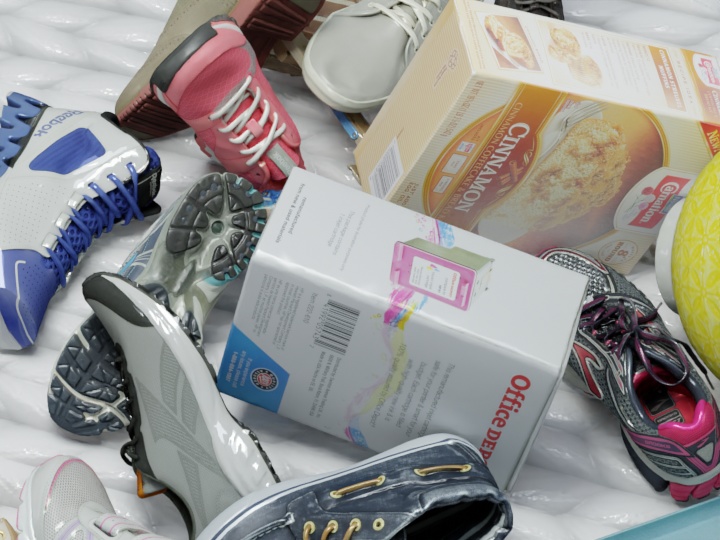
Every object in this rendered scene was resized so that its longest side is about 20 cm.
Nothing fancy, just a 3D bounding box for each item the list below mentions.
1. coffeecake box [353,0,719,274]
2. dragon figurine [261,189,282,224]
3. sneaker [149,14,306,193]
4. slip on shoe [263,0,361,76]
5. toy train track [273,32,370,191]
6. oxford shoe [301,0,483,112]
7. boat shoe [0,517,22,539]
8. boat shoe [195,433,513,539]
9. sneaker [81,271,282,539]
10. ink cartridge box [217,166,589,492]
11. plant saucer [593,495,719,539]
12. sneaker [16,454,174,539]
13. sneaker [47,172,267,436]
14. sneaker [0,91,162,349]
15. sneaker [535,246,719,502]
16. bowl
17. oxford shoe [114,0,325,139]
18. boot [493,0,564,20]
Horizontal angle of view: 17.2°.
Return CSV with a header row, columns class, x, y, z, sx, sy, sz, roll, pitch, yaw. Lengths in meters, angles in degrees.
class,x,y,z,sx,sy,sz,roll,pitch,yaw
coffeecake box,0.120,-0.085,1.558,0.200,0.154,0.073,10,47,-24
dragon figurine,0.000,0.000,1.591,0.200,0.059,0.099,9,51,8
sneaker,-0.074,-0.104,1.595,0.074,0.200,0.087,-45,70,-3
slip on shoe,-0.034,-0.167,1.730,0.200,0.061,0.076,14,56,-12
toy train track,-0.005,-0.085,1.646,0.200,0.033,0.115,55,25,19
oxford shoe,0.027,-0.174,1.675,0.075,0.058,0.200,45,45,5
boat shoe,-0.219,0.194,1.430,0.069,0.074,0.200,-1,50,-17
boat shoe,-0.009,0.161,1.417,0.200,0.071,0.091,-25,20,-6
sneaker,-0.121,0.089,1.475,0.079,0.074,0.200,-30,83,-11
ink cartridge box,0.025,0.041,1.479,0.200,0.145,0.085,22,50,2
plant saucer,0.183,0.179,1.458,0.200,0.019,0.070,-18,29,-14
sneaker,-0.130,0.185,1.401,0.088,0.081,0.200,-41,63,20
sneaker,-0.135,0.027,1.568,0.078,0.086,0.200,41,76,-12
sneaker,-0.194,-0.045,1.610,0.115,0.081,0.200,-1,49,5
sneaker,0.175,0.052,1.531,0.081,0.075,0.200,-32,56,-9
bowl,0.256,-0.007,1.537,0.108,0.200,0.200,6,45,41
oxford shoe,-0.104,-0.166,1.661,0.200,0.070,0.075,-38,59,26
boot,0.120,-0.188,1.672,0.069,0.174,0.200,-4,51,-4
